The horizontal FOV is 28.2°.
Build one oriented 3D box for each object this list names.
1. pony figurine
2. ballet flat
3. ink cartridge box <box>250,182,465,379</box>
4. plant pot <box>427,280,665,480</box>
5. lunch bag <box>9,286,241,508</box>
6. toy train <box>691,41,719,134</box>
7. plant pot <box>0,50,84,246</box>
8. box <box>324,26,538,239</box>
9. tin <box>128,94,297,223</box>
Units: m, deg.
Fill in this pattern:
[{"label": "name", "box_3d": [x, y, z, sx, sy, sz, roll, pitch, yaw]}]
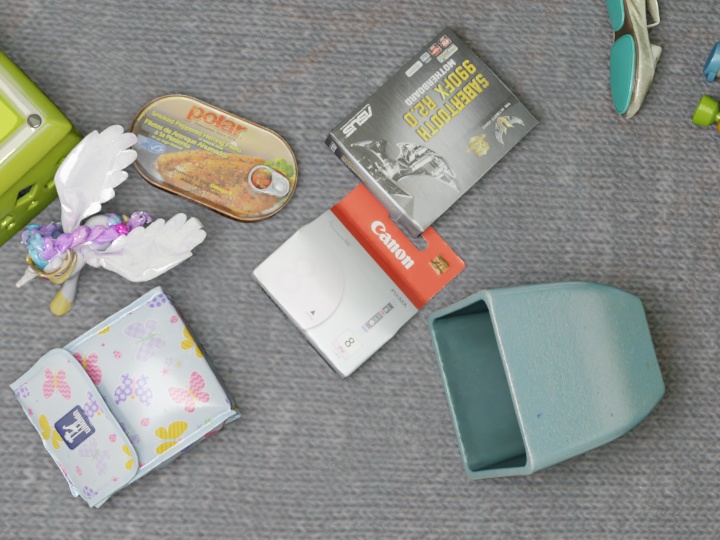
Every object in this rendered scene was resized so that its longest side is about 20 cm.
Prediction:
[{"label": "pony figurine", "box_3d": [-0.283, -0.034, 1.535, 0.193, 0.200, 0.167, -39, 88, -10]}, {"label": "ballet flat", "box_3d": [0.332, -0.281, 1.714, 0.062, 0.067, 0.200, -1, 83, -17]}, {"label": "ink cartridge box", "box_3d": [0.000, 0.000, 1.642, 0.200, 0.057, 0.163, -42, 88, -6]}, {"label": "plant pot", "box_3d": [0.216, 0.111, 1.588, 0.200, 0.196, 0.197, -12, 83, -19]}, {"label": "lunch bag", "box_3d": [-0.255, 0.141, 1.554, 0.200, 0.127, 0.170, -31, 85, -3]}, {"label": "toy train", "box_3d": [0.446, -0.171, 1.706, 0.116, 0.085, 0.200, 21, 80, 7]}, {"label": "plant pot", "box_3d": [-0.425, -0.145, 1.544, 0.200, 0.181, 0.199, -44, 90, -9]}, {"label": "box", "box_3d": [0.083, -0.160, 1.666, 0.200, 0.048, 0.158, -42, 88, -14]}, {"label": "tin", "box_3d": [-0.169, -0.128, 1.645, 0.200, 0.042, 0.112, 23, 84, -3]}]
